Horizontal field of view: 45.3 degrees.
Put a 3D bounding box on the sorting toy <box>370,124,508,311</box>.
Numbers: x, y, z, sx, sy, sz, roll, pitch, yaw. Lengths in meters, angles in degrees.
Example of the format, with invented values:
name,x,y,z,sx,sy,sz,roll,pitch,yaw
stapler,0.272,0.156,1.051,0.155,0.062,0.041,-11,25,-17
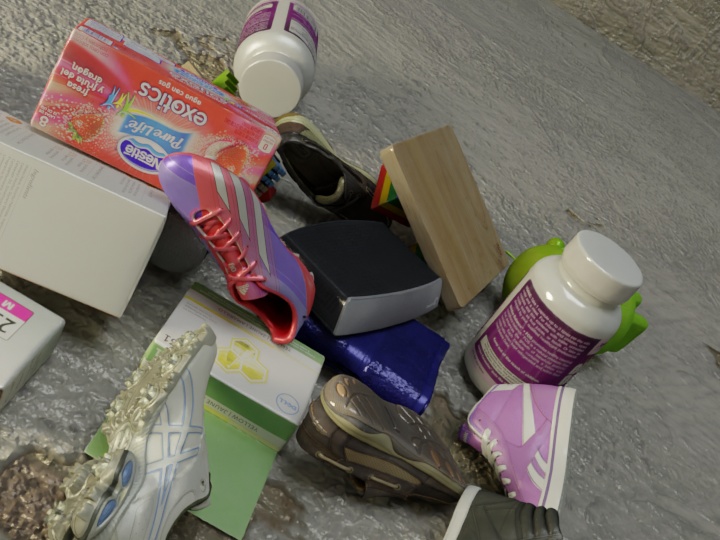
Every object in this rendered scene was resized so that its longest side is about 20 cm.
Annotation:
name,x,y,z,sx,sy,sz,roll,pitch,yaw
sorting toy,0.089,-0.064,1.067,0.199,0.069,0.201,-32,99,-60

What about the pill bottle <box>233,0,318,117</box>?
name,x,y,z,sx,sy,sz,roll,pitch,yaw
pill bottle,-0.117,-0.294,1.198,0.112,0.112,0.200,24,34,-16

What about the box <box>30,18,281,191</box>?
name,x,y,z,sx,sy,sz,roll,pitch,yaw
box,-0.184,-0.139,0.795,0.199,0.095,0.103,26,15,-20

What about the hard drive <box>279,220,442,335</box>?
name,x,y,z,sx,sy,sz,roll,pitch,yaw
hard drive,0.000,0.000,0.910,0.135,0.042,0.200,46,28,22

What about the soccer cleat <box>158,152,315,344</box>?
name,x,y,z,sx,sy,sz,roll,pitch,yaw
soccer cleat,-0.106,-0.019,0.757,0.200,0.066,0.077,52,33,-35

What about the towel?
name,x,y,z,sx,sy,sz,roll,pitch,yaw
towel,-0.007,0.066,0.897,0.200,0.050,0.148,35,25,1

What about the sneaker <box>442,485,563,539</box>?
name,x,y,z,sx,sy,sz,roll,pitch,yaw
sneaker,0.116,0.252,0.700,0.099,0.071,0.200,1,26,21

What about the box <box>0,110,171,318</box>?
name,x,y,z,sx,sy,sz,roll,pitch,yaw
box,-0.271,-0.057,0.728,0.199,0.098,0.124,25,9,-15

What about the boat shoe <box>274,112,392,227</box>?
name,x,y,z,sx,sy,sz,roll,pitch,yaw
boat shoe,-0.035,-0.100,1.030,0.200,0.073,0.065,39,28,-28

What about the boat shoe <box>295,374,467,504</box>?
name,x,y,z,sx,sy,sz,roll,pitch,yaw
boat shoe,0.019,0.162,0.770,0.200,0.073,0.075,39,17,-34

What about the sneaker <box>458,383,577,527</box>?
name,x,y,z,sx,sy,sz,roll,pitch,yaw
sneaker,0.148,0.200,0.855,0.114,0.073,0.201,6,47,15

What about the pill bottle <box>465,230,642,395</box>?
name,x,y,z,sx,sy,sz,roll,pitch,yaw
pill bottle,0.211,0.056,0.942,0.112,0.200,0.113,23,34,-17

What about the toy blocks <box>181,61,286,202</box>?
name,x,y,z,sx,sy,sz,roll,pitch,yaw
toy blocks,-0.142,-0.139,0.964,0.137,0.100,0.200,52,5,25

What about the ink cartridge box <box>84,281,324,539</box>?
name,x,y,z,sx,sy,sz,roll,pitch,yaw
ink cartridge box,-0.122,0.109,0.733,0.145,0.048,0.200,32,30,-6

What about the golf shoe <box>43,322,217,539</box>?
name,x,y,z,sx,sy,sz,roll,pitch,yaw
golf shoe,-0.146,0.134,0.646,0.097,0.078,0.200,43,49,-22

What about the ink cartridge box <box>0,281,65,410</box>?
name,x,y,z,sx,sy,sz,roll,pitch,yaw
ink cartridge box,-0.345,0.044,0.618,0.200,0.044,0.174,32,31,-5

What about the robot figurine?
name,x,y,z,sx,sy,sz,roll,pitch,yaw
robot figurine,0.271,0.037,1.113,0.199,0.116,0.176,21,47,-21

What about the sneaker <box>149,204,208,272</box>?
name,x,y,z,sx,sy,sz,roll,pitch,yaw
sneaker,-0.213,-0.082,0.877,0.200,0.076,0.114,41,27,8
